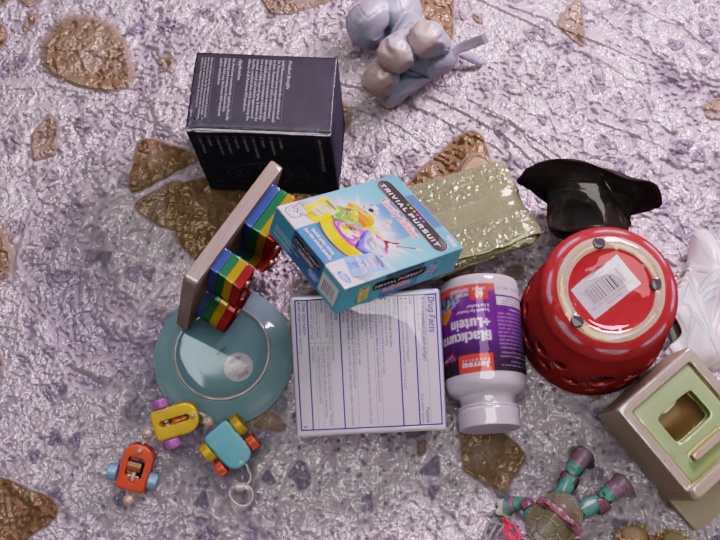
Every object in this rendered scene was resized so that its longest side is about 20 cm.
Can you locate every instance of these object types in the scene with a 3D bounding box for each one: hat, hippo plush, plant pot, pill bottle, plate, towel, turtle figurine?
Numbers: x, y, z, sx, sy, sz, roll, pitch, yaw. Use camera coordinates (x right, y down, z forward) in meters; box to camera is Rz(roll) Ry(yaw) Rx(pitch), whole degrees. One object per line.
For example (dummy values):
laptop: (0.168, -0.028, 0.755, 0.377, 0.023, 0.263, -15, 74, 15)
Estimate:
hat: (0.307, -0.078, 1.417, 0.199, 0.201, 0.081, 11, 77, 6)
hippo plush: (0.064, -0.359, 1.526, 0.199, 0.159, 0.161, -27, 74, -6)
plant pot: (0.317, 0.053, 1.375, 0.199, 0.183, 0.202, 0, 74, 1)
pill bottle: (0.165, 0.114, 1.394, 0.111, 0.112, 0.201, -4, 72, 1)
plate: (-0.192, 0.116, 1.452, 0.199, 0.026, 0.201, -1, 71, 2)
towel: (0.131, -0.067, 1.418, 0.199, 0.037, 0.149, -20, 61, -4)
turtle figurine: (0.254, 0.326, 1.335, 0.150, 0.101, 0.200, 43, 73, 14)

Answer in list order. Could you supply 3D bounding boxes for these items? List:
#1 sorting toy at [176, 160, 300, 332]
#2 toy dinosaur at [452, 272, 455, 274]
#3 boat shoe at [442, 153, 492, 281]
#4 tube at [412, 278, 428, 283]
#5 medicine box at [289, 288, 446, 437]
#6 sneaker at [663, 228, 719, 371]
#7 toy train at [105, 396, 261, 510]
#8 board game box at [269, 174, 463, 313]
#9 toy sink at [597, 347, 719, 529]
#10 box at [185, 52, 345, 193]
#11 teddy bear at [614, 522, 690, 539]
sorting toy: (-0.157, -0.015, 1.393, 0.069, 0.199, 0.200, 33, 66, 1)
toy dinosaur: (0.058, -0.045, 1.478, 0.199, 0.060, 0.107, 4, 76, 26)
boat shoe: (0.157, -0.081, 1.482, 0.071, 0.065, 0.201, 10, 73, 5)
tube: (0.000, 0.000, 1.397, 0.077, 0.200, 0.051, -19, 113, -32)
medicine box: (0.010, 0.119, 1.379, 0.199, 0.103, 0.183, -3, 90, 0)
sneaker: (0.459, 0.036, 1.432, 0.080, 0.070, 0.202, 3, 73, 5)
toy train: (-0.233, 0.249, 1.400, 0.199, 0.056, 0.151, 10, 91, -1)
board game box: (0.008, -0.040, 1.321, 0.199, 0.047, 0.151, -19, 56, -36)
toy sink: (0.429, 0.221, 1.339, 0.130, 0.112, 0.200, -37, 82, -9)
box: (-0.126, -0.202, 1.460, 0.195, 0.200, 0.125, 4, 71, 3)
teddy bear: (0.371, 0.421, 1.321, 0.144, 0.067, 0.201, -5, 65, -10)
